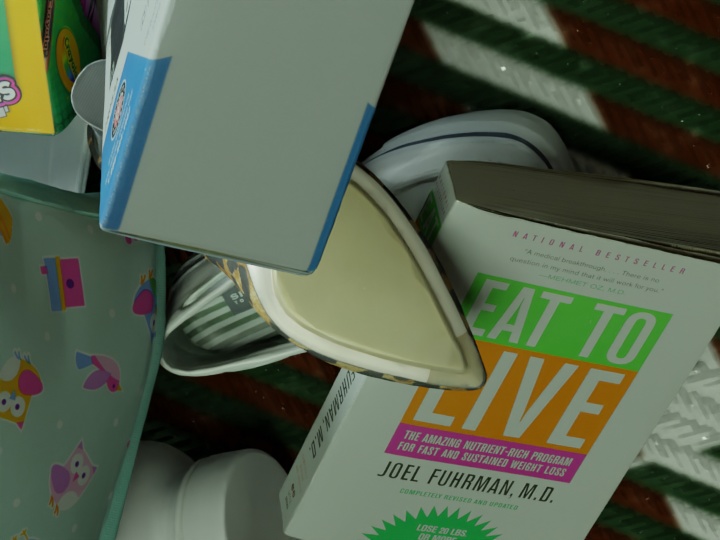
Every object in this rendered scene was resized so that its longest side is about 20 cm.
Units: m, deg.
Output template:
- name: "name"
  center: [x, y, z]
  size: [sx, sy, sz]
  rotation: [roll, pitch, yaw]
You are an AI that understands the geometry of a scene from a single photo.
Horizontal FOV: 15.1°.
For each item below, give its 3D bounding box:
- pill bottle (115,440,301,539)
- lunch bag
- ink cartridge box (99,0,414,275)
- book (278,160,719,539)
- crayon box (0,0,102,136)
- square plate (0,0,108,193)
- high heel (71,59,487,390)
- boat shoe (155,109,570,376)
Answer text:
- name: "pill bottle"
  center: [-0.129, 0.141, 1.254]
  size: [0.200, 0.112, 0.113]
  rotation: [-13, 117, 24]
- name: "lunch bag"
  center: [-0.174, 0.052, 1.125]
  size: [0.122, 0.170, 0.200]
  rotation: [24, 96, 38]
- name: "ink cartridge box"
  center: [-0.039, -0.119, 0.998]
  size: [0.084, 0.200, 0.145]
  rotation: [11, 125, -12]
- name: "book"
  center: [0.060, 0.044, 1.148]
  size: [0.133, 0.048, 0.200]
  rotation: [9, 131, -20]
- name: "crayon box"
  center: [-0.211, -0.126, 1.108]
  size: [0.200, 0.058, 0.119]
  rotation: [5, 123, 14]
- name: "square plate"
  center: [-0.197, -0.116, 1.163]
  size: [0.200, 0.028, 0.198]
  rotation: [19, 125, 5]
- name: "high heel"
  center: [-0.028, -0.016, 1.110]
  size: [0.200, 0.143, 0.071]
  rotation: [38, 88, 3]
- name: "boat shoe"
  center: [0.000, 0.000, 1.153]
  size: [0.200, 0.067, 0.074]
  rotation: [-28, 110, 29]
